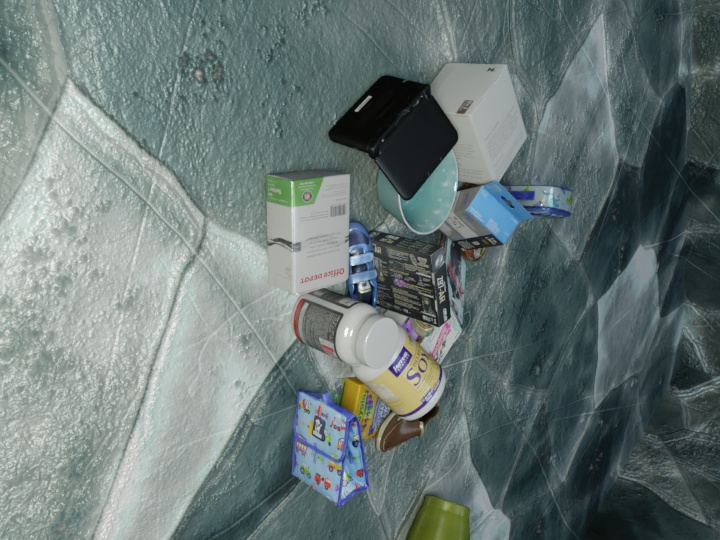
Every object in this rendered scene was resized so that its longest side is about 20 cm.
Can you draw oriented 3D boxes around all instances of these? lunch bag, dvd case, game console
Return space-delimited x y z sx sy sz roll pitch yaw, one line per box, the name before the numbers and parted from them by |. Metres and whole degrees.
lunch bag | -0.062 0.337 1.271 0.093 0.149 0.205 -17 114 -43
lunch bag | 0.427 -0.178 1.618 0.159 0.197 0.085 4 93 -49
dvd case | 0.220 0.020 1.518 0.147 0.022 0.203 58 33 -40
game console | 0.066 -0.261 1.226 0.201 0.173 0.118 -50 145 -25

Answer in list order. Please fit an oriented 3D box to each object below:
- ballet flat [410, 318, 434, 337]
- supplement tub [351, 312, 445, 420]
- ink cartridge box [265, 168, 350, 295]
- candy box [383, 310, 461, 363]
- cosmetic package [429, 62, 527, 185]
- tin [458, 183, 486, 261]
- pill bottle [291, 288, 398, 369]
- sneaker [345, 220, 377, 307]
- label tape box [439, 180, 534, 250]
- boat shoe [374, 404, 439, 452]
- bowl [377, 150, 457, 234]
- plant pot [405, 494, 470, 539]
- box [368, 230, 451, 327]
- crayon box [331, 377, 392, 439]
ballet flat | 0.126 0.043 1.385 0.066 0.062 0.204 -14 75 -7
supplement tub | 0.072 0.203 1.346 0.200 0.145 0.146 44 68 -19
ink cartridge box | -0.095 -0.074 1.158 0.144 0.083 0.205 -14 112 -44
candy box | 0.145 0.134 1.497 0.169 0.071 0.202 -51 133 -24
cosmetic package | 0.242 -0.322 1.395 0.166 0.163 0.201 -53 135 -22
tin | 0.282 -0.123 1.597 0.111 0.041 0.205 -25 119 -36
pill bottle | -0.031 0.110 1.199 0.114 0.197 0.119 -17 115 -42
sneaker | 0.000 0.000 1.275 0.072 0.082 0.205 -12 114 -7
label tape box | 0.267 -0.118 1.431 0.143 0.198 0.064 36 66 -28
boat shoe | 0.113 0.351 1.453 0.201 0.074 0.076 -33 128 -44
bowl | 0.107 -0.185 1.333 0.198 0.104 0.206 -18 115 -44
plant pot | 0.211 0.711 1.680 0.200 0.197 0.197 38 62 -46
box | 0.090 0.014 1.304 0.043 0.197 0.164 -31 122 -37
crayon box | 0.012 0.308 1.420 0.198 0.051 0.129 9 95 -48
